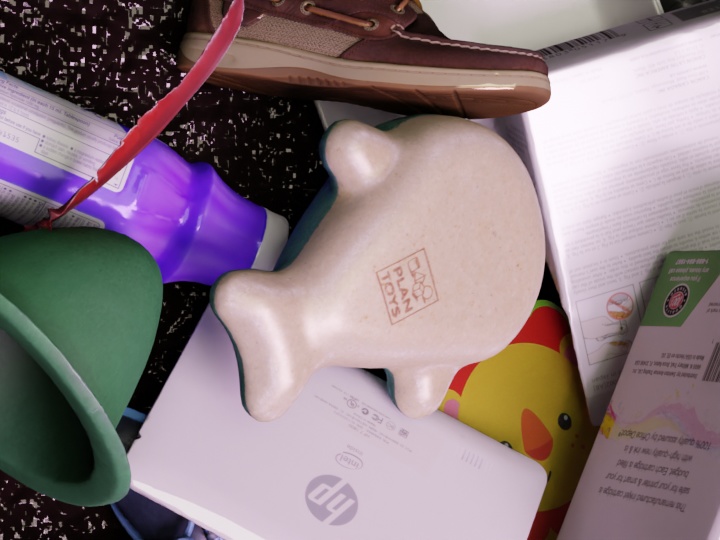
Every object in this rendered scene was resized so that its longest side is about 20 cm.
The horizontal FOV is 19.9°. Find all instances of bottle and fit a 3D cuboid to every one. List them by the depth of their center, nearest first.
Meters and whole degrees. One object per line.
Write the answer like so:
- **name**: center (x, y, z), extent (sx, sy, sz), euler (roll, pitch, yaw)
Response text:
- **bottle**: center (-0.133, -0.043, 1.028), extent (0.199, 0.083, 0.066), euler (23, 79, -18)

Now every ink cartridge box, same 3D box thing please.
- **ink cartridge box**: center (0.185, 0.096, 1.023), extent (0.083, 0.145, 0.201), euler (26, 81, -20)
- **ink cartridge box**: center (0.171, -0.036, 1.113), extent (0.161, 0.057, 0.202), euler (-16, 113, -7)

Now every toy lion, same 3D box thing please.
- **toy lion**: center (0.075, 0.118, 1.105), extent (0.199, 0.069, 0.193), euler (-28, 93, -34)

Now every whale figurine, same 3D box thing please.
- **whale figurine**: center (0.000, 0.000, 1.037), extent (0.199, 0.103, 0.160), euler (-30, 113, -32)

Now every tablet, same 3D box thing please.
- **tablet**: center (-0.009, 0.102, 1.026), extent (0.199, 0.014, 0.131), euler (28, 50, -2)

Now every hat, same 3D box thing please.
- **hat**: center (-0.120, -0.005, 0.990), extent (0.176, 0.199, 0.166), euler (-49, 114, -29)

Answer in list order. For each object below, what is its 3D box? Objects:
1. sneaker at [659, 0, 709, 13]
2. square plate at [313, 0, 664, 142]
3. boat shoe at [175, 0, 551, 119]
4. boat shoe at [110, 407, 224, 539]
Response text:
- **sneaker**: center (0.197, -0.128, 1.158), extent (0.103, 0.060, 0.202), euler (2, 94, 6)
- **square plate**: center (0.055, -0.151, 1.113), extent (0.198, 0.028, 0.200), euler (-22, 98, -3)
- **boat shoe**: center (0.003, -0.123, 1.052), extent (0.198, 0.072, 0.073), euler (8, 84, 19)
- **boat shoe**: center (-0.073, 0.145, 1.043), extent (0.200, 0.084, 0.069), euler (38, 64, -13)
